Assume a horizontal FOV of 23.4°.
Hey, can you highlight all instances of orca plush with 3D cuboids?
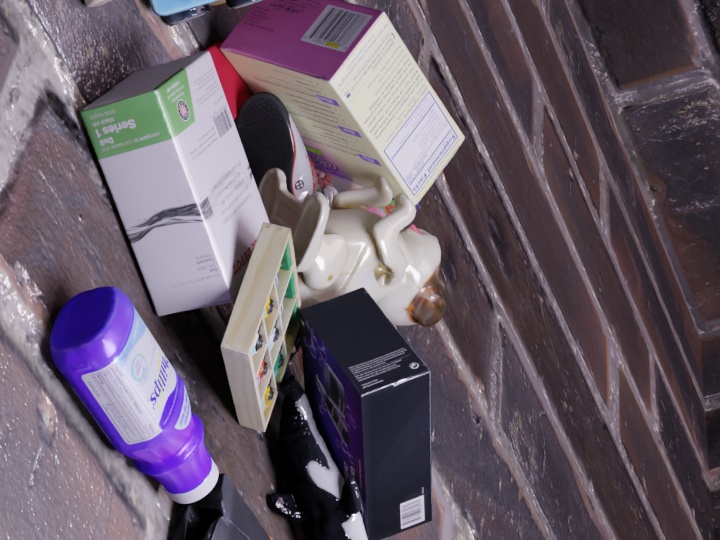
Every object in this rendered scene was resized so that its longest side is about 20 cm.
[{"bbox_3d":[-0.055,0.206,1.675,0.071,0.105,0.202,-22,106,-27],"label":"orca plush"}]

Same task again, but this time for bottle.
[{"bbox_3d":[-0.178,0.108,1.411,0.084,0.065,0.201,-82,151,-50],"label":"bottle"}]

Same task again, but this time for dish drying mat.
[{"bbox_3d":[-0.158,-0.173,1.741,0.200,0.018,0.077,-55,128,-64],"label":"dish drying mat"}]

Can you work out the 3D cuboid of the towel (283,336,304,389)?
[{"bbox_3d":[-0.013,0.136,1.859,0.147,0.022,0.201,-55,131,-42],"label":"towel"}]

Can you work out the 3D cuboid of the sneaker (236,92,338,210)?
[{"bbox_3d":[-0.075,-0.103,1.851,0.108,0.067,0.203,-59,135,-65],"label":"sneaker"}]

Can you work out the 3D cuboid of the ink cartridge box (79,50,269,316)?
[{"bbox_3d":[-0.159,-0.078,1.567,0.146,0.084,0.202,-54,129,-66],"label":"ink cartridge box"}]

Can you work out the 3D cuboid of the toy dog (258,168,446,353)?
[{"bbox_3d":[0.000,0.000,1.767,0.199,0.139,0.196,10,93,-30],"label":"toy dog"}]

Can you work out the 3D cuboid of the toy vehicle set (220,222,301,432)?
[{"bbox_3d":[-0.088,0.055,1.592,0.200,0.026,0.125,87,19,-66],"label":"toy vehicle set"}]

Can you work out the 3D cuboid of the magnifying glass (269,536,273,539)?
[{"bbox_3d":[-0.054,0.303,1.688,0.200,0.022,0.080,50,32,-50],"label":"magnifying glass"}]

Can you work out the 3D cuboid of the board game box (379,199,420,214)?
[{"bbox_3d":[0.021,-0.196,2.198,0.166,0.056,0.201,-85,153,-46],"label":"board game box"}]

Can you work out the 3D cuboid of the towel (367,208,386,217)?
[{"bbox_3d":[0.003,0.028,1.936,0.146,0.030,0.202,40,60,-59],"label":"towel"}]

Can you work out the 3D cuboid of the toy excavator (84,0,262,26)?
[{"bbox_3d":[-0.172,-0.289,1.634,0.200,0.193,0.101,-164,-122,-80],"label":"toy excavator"}]

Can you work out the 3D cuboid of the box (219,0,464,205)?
[{"bbox_3d":[-0.017,-0.184,1.808,0.097,0.175,0.200,-52,134,-16],"label":"box"}]

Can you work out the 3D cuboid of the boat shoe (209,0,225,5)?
[{"bbox_3d":[-0.154,-0.377,1.811,0.063,0.073,0.202,45,36,-60],"label":"boat shoe"}]

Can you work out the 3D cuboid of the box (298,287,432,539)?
[{"bbox_3d":[0.005,0.142,1.689,0.141,0.078,0.201,-126,-154,-47],"label":"box"}]

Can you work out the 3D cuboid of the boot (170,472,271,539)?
[{"bbox_3d":[-0.096,0.294,1.507,0.166,0.065,0.201,-96,164,-46],"label":"boot"}]
